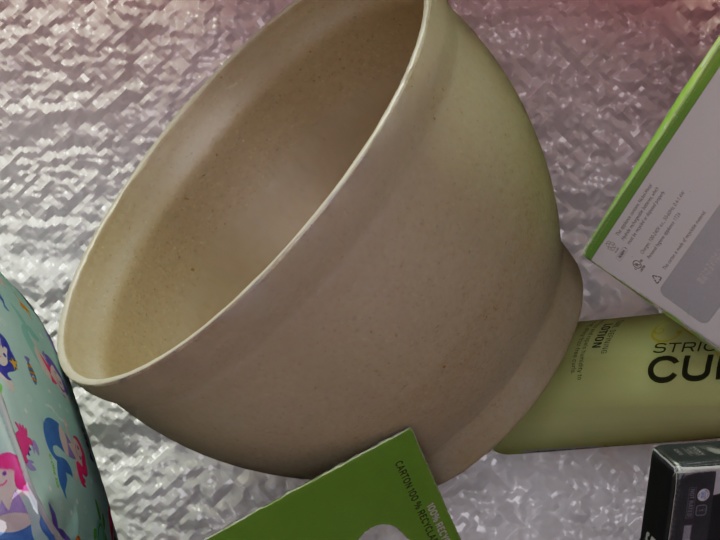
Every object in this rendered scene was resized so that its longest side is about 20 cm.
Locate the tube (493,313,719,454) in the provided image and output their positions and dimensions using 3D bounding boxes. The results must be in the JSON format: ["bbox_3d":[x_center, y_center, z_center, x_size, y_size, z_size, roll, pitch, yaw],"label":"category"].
[{"bbox_3d":[0.136,0.037,0.865,0.199,0.052,0.059,-7,74,36],"label":"tube"}]

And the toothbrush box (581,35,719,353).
[{"bbox_3d":[0.181,-0.080,0.831,0.086,0.146,0.200,36,47,6],"label":"toothbrush box"}]

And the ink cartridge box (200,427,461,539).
[{"bbox_3d":[-0.035,0.168,0.817,0.199,0.148,0.076,-30,44,-6],"label":"ink cartridge box"}]

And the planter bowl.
[{"bbox_3d":[0.000,0.000,0.864,0.135,0.200,0.201,40,86,-22],"label":"planter bowl"}]

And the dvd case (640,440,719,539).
[{"bbox_3d":[0.187,0.126,0.799,0.198,0.025,0.152,-3,111,-19],"label":"dvd case"}]

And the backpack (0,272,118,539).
[{"bbox_3d":[-0.176,0.077,0.844,0.150,0.200,0.179,-21,69,-5],"label":"backpack"}]

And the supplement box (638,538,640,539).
[{"bbox_3d":[0.152,0.130,0.877,0.200,0.110,0.086,-38,87,-3],"label":"supplement box"}]
